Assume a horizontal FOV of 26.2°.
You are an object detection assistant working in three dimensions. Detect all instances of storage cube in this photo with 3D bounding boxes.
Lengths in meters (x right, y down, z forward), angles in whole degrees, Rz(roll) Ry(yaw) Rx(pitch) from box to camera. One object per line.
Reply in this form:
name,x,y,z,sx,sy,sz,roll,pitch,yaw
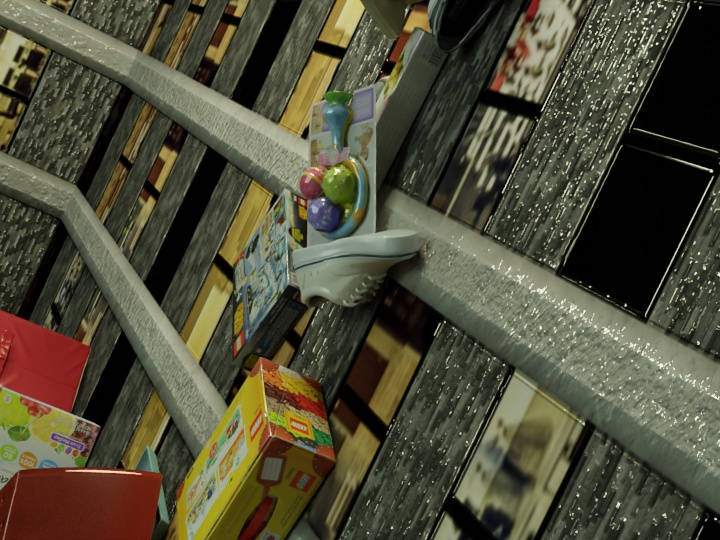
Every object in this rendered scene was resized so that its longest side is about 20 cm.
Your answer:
storage cube,-0.595,0.199,2.668,0.200,0.179,0.172,-38,33,52

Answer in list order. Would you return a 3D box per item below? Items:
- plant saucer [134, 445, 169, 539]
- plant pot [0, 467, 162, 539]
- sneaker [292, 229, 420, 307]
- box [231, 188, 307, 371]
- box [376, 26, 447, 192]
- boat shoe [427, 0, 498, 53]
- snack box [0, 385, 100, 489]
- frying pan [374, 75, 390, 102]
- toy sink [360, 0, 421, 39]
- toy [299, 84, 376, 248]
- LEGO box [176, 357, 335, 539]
plant saucer,-0.277,0.304,2.017,0.070,0.019,0.200,-62,20,13
plant pot,-0.377,0.351,1.949,0.200,0.175,0.202,-39,37,57
sneaker,0.000,0.000,1.614,0.199,0.072,0.072,-12,88,58
box,-0.108,0.012,1.889,0.137,0.040,0.201,-53,24,29
box,0.036,-0.174,1.733,0.201,0.041,0.039,-64,20,9
boat shoe,0.129,-0.314,1.614,0.200,0.071,0.068,-54,21,35
snack box,-0.520,0.304,2.404,0.202,0.167,0.068,-69,17,-6
frying pan,-0.001,-0.161,1.835,0.190,0.031,0.116,-43,29,41
toy sink,0.065,-0.380,1.722,0.111,0.130,0.201,-11,49,29
toy,-0.034,-0.101,1.707,0.115,0.047,0.202,-10,72,49
LEGO box,-0.114,0.218,1.622,0.201,0.077,0.149,-57,22,22
